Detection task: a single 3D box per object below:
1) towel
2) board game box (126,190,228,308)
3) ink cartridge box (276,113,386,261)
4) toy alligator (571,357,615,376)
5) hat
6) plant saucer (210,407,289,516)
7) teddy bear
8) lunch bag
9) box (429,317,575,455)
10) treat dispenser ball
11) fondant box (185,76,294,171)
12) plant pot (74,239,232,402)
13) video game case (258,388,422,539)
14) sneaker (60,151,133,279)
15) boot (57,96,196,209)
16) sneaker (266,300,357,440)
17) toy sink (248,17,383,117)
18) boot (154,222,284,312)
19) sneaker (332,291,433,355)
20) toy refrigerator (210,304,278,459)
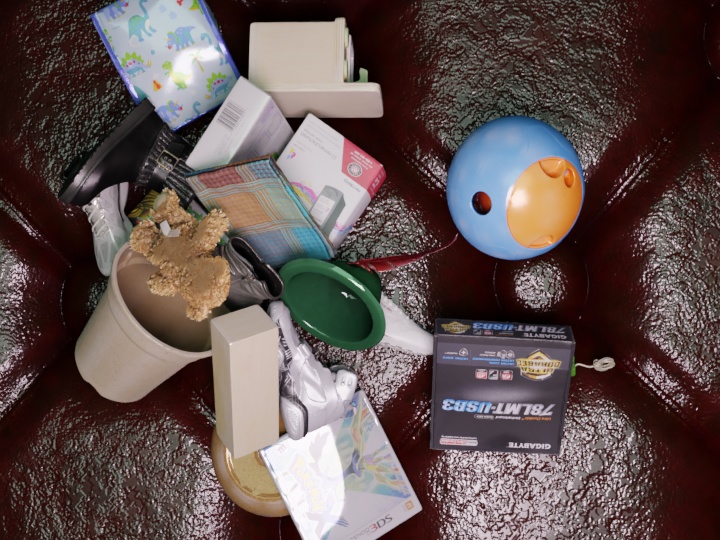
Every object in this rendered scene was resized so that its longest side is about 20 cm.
[{"bbox_3d":[-0.136,-0.072,1.142,0.143,0.201,0.022,-8,49,24],"label":"towel"},{"bbox_3d":[-0.275,-0.035,1.298,0.200,0.035,0.126,45,90,6],"label":"board game box"},{"bbox_3d":[-0.073,-0.111,1.268,0.146,0.086,0.202,34,86,6],"label":"ink cartridge box"},{"bbox_3d":[0.276,0.139,1.238,0.195,0.060,0.055,-11,42,4],"label":"toy alligator"},{"bbox_3d":[0.000,0.000,1.211,0.197,0.167,0.178,31,52,0],"label":"hat"},{"bbox_3d":[-0.136,0.273,1.260,0.195,0.035,0.206,0,84,4],"label":"plant saucer"},{"bbox_3d":[-0.235,-0.023,1.113,0.197,0.067,0.147,24,81,28],"label":"teddy bear"},{"bbox_3d":[-0.289,-0.331,1.282,0.167,0.127,0.203,-28,93,0],"label":"lunch bag"},{"bbox_3d":[0.199,0.171,1.193,0.194,0.050,0.203,3,117,5],"label":"box"},{"bbox_3d":[0.222,-0.118,1.190,0.195,0.201,0.207,0,84,4],"label":"treat dispenser ball"},{"bbox_3d":[-0.170,-0.179,1.222,0.058,0.200,0.146,32,87,10],"label":"fondant box"},{"bbox_3d":[-0.315,0.089,1.206,0.183,0.200,0.202,-43,82,29],"label":"plant pot"},{"bbox_3d":[-0.029,0.310,1.229,0.180,0.022,0.203,-28,88,-12],"label":"video game case"},{"bbox_3d":[-0.404,-0.088,1.244,0.074,0.115,0.204,-24,61,20],"label":"sneaker"},{"bbox_3d":[-0.321,-0.133,1.213,0.158,0.079,0.212,48,63,-20],"label":"boot"},{"bbox_3d":[-0.071,0.135,1.196,0.112,0.075,0.205,-12,97,-14],"label":"sneaker"},{"bbox_3d":[-0.063,-0.308,1.264,0.194,0.130,0.115,1,84,5],"label":"toy sink"},{"bbox_3d":[-0.195,-0.026,1.169,0.200,0.130,0.068,44,58,-9],"label":"boot"},{"bbox_3d":[0.032,0.071,1.252,0.196,0.077,0.082,20,78,4],"label":"sneaker"},{"bbox_3d":[-0.162,0.156,1.160,0.075,0.070,0.204,-17,127,-29],"label":"toy refrigerator"}]
